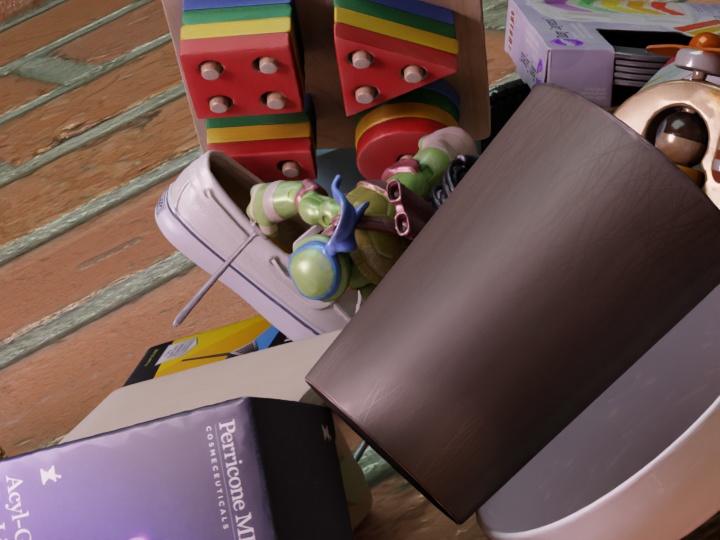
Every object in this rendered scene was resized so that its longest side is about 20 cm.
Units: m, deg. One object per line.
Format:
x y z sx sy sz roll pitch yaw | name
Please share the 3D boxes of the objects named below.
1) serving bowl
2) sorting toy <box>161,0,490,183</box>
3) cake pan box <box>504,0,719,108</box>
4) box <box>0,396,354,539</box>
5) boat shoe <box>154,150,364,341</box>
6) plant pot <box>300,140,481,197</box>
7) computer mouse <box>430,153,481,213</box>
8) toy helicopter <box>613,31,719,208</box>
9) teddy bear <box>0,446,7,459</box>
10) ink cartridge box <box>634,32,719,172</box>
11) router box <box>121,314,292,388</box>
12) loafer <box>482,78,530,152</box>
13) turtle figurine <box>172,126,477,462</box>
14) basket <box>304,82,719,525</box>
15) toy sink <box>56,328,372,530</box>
0.155 0.087 1.247 0.200 0.066 0.200 -39 12 10 | serving bowl
-0.018 -0.121 1.548 0.198 0.200 0.070 -3 58 4 | sorting toy
0.214 -0.166 1.863 0.183 0.053 0.200 0 18 -4 | cake pan box
-0.107 0.157 1.221 0.199 0.149 0.104 -17 -13 20 | box
-0.029 -0.012 1.562 0.086 0.202 0.075 -48 8 33 | boat shoe
0.006 -0.056 1.761 0.199 0.135 0.200 -20 18 7 | plant pot
0.117 -0.004 1.436 0.199 0.141 0.046 1 -38 -48 | computer mouse
0.240 -0.096 1.491 0.199 0.133 0.079 -16 -18 29 | toy helicopter
-0.238 0.186 1.327 0.067 0.145 0.200 24 70 22 | teddy bear
0.266 -0.118 1.641 0.145 0.083 0.200 -26 7 26 | ink cartridge box
-0.097 0.095 1.583 0.149 0.051 0.200 -17 19 20 | router box
0.077 -0.099 1.901 0.199 0.073 0.071 -26 17 -14 | loafer
0.000 0.000 1.483 0.144 0.201 0.194 30 37 29 | turtle figurine
0.077 0.021 1.261 0.200 0.136 0.180 -47 21 -4 | basket
-0.075 0.126 1.378 0.199 0.112 0.130 -16 18 34 | toy sink
